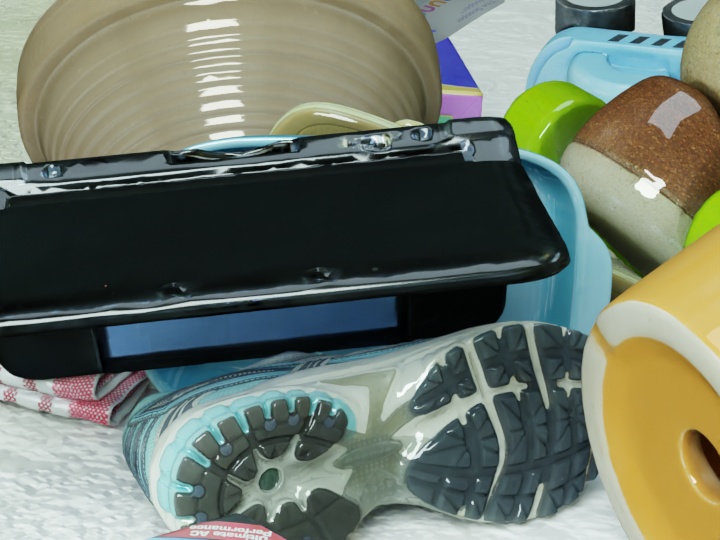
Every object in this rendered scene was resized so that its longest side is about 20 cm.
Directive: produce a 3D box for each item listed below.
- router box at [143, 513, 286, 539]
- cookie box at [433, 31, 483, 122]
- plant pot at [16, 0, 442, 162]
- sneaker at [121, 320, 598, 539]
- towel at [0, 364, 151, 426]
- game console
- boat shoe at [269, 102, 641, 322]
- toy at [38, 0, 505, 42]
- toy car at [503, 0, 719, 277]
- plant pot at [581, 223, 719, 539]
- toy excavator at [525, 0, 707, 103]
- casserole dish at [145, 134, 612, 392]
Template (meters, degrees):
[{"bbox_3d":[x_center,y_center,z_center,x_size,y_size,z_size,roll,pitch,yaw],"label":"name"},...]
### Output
[{"bbox_3d":[-0.031,0.138,0.589,0.150,0.062,0.200,-13,25,-41],"label":"router box"},{"bbox_3d":[-0.029,-0.095,1.299,0.171,0.075,0.200,3,18,-7],"label":"cookie box"},{"bbox_3d":[-0.058,-0.054,1.060,0.200,0.201,0.093,1,55,-10],"label":"plant pot"},{"bbox_3d":[0.005,0.051,0.853,0.200,0.078,0.086,-6,17,-30],"label":"sneaker"},{"bbox_3d":[-0.168,0.020,0.991,0.200,0.030,0.146,9,20,17],"label":"towel"},{"bbox_3d":[-0.037,0.016,0.810,0.200,0.176,0.117,-5,54,-4],"label":"game console"},{"bbox_3d":[0.046,-0.014,0.981,0.200,0.073,0.063,25,19,-15],"label":"boat shoe"},{"bbox_3d":[-0.041,-0.110,1.111,0.200,0.047,0.115,9,-18,-34],"label":"toy"},{"bbox_3d":[0.192,-0.073,1.024,0.158,0.200,0.164,38,-2,-41],"label":"toy car"},{"bbox_3d":[0.185,0.038,0.785,0.183,0.201,0.200,-21,27,-21],"label":"plant pot"},{"bbox_3d":[0.176,-0.072,1.281,0.194,0.100,0.200,8,31,18],"label":"toy excavator"},{"bbox_3d":[0.000,0.000,0.928,0.200,0.121,0.039,2,21,-2],"label":"casserole dish"}]
